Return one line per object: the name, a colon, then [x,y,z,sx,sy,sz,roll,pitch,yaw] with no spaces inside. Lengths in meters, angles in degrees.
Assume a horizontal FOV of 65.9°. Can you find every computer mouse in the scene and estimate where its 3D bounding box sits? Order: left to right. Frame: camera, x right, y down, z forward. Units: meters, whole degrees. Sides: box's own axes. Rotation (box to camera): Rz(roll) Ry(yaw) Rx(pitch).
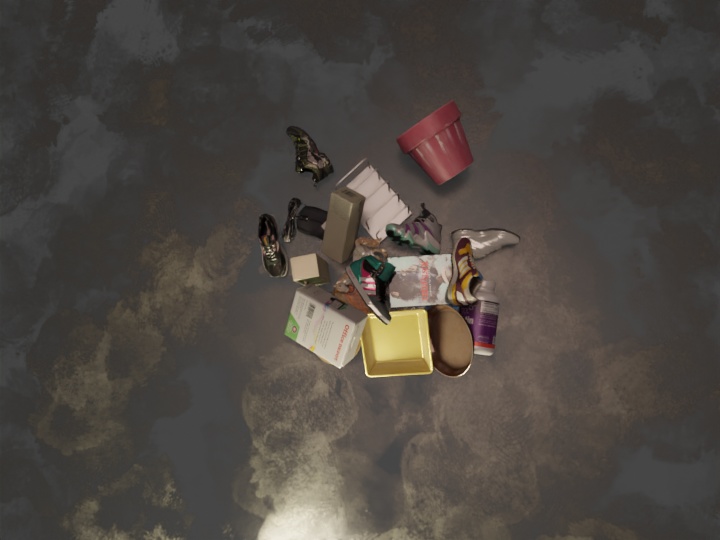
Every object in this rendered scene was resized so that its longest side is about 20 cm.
computer mouse: [-0.140,-0.141,1.683,0.196,0.053,0.141,13,84,8]

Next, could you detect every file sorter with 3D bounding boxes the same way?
file sorter: [0.036,-0.208,1.635,0.138,0.125,0.201,-41,80,0]

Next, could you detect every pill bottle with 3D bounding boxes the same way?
pill bottle: [0.332,0.132,1.567,0.110,0.112,0.204,7,84,7]

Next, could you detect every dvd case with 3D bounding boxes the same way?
dvd case: [0.177,0.029,1.579,0.196,0.022,0.149,-3,82,2]

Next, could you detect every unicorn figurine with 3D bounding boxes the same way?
unicorn figurine: [0.000,0.000,1.609,0.135,0.074,0.204,11,84,16]

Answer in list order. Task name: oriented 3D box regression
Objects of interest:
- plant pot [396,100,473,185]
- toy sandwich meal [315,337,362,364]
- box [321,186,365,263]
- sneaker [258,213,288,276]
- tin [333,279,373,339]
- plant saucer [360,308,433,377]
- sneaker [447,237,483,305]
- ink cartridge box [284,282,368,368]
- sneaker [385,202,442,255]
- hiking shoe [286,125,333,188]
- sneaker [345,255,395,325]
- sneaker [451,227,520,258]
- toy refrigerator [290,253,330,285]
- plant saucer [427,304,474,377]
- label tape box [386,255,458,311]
plant pot: [0.230,-0.359,1.605,0.198,0.200,0.180,-34,97,2]
toy sandwich meal: [-0.086,0.174,1.606,0.202,0.070,0.210,1,92,26]
box: [-0.051,-0.130,1.588,0.082,0.068,0.203,31,128,23]
sneaker: [-0.277,-0.076,1.675,0.079,0.086,0.204,-16,83,6]
tin: [-0.012,0.115,1.648,0.110,0.042,0.204,-17,82,0]
plant saucer: [0.102,0.199,1.582,0.196,0.049,0.204,-5,109,10]
sneaker: [0.301,0.000,1.532,0.089,0.074,0.204,-10,63,44]
ink cartridge box: [-0.095,0.149,1.522,0.198,0.084,0.147,27,113,20]
sneaker: [0.160,-0.136,1.610,0.198,0.077,0.142,23,73,-35]
hiking shoe: [-0.174,-0.353,1.699,0.100,0.076,0.200,-41,82,-3]
sneaker: [0.056,0.037,1.514,0.120,0.084,0.201,-37,71,9]
sneaker: [0.364,-0.080,1.618,0.196,0.074,0.089,-1,95,13]
toy refrigerator: [-0.140,0.005,1.592,0.074,0.200,0.071,-10,83,4]
plant saucer: [0.246,0.191,1.535,0.034,0.199,0.204,-10,80,-35]
label tape box: [0.171,0.079,1.616,0.143,0.066,0.200,-42,79,1]
